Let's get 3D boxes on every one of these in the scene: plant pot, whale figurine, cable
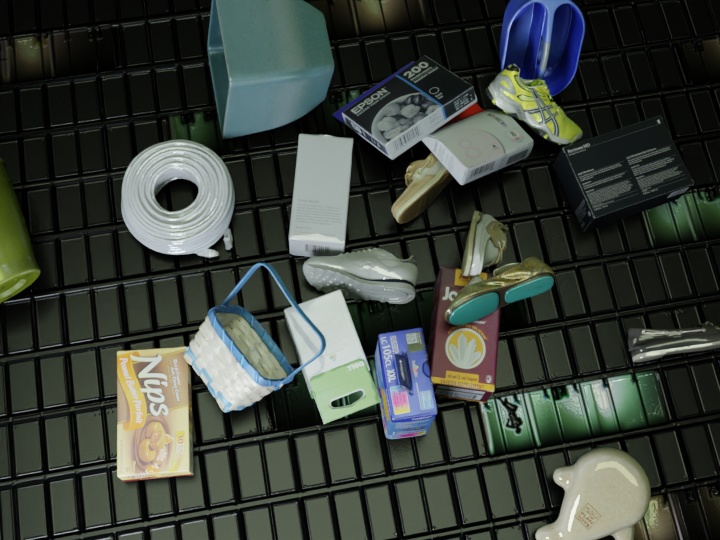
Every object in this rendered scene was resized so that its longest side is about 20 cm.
[{"bbox_3d":[-0.155,-0.368,1.726,0.196,0.197,0.199,-6,71,-14],"label":"plant pot"},{"bbox_3d":[0.367,0.371,1.558,0.159,0.104,0.201,41,98,10],"label":"whale figurine"},{"bbox_3d":[-0.315,-0.126,1.690,0.196,0.069,0.203,0,71,-3],"label":"cable"},{"bbox_3d":[-0.623,-0.047,1.595,0.199,0.200,0.195,-30,87,-13],"label":"plant pot"}]

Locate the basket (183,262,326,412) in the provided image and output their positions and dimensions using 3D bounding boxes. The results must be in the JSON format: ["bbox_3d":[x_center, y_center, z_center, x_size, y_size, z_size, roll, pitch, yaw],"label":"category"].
[{"bbox_3d":[-0.171,0.111,1.565,0.200,0.139,0.177,-42,76,20],"label":"basket"}]

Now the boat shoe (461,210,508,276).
[{"bbox_3d":[0.211,-0.045,1.642,0.067,0.076,0.201,15,28,5],"label":"boat shoe"}]

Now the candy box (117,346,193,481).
[{"bbox_3d":[-0.329,0.228,1.574,0.113,0.055,0.203,-3,71,-4],"label":"candy box"}]

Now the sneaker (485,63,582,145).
[{"bbox_3d":[0.322,-0.292,1.753,0.198,0.077,0.076,27,25,-18],"label":"sneaker"}]

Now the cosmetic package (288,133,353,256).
[{"bbox_3d":[-0.068,-0.129,1.706,0.100,0.074,0.203,6,69,-2],"label":"cosmetic package"}]

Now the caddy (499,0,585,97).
[{"bbox_3d":[0.322,-0.405,1.761,0.139,0.202,0.106,0,38,-4],"label":"caddy"}]

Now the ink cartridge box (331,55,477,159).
[{"bbox_3d":[0.071,-0.301,1.741,0.197,0.044,0.200,-36,45,-14],"label":"ink cartridge box"}]

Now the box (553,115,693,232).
[{"bbox_3d":[0.465,-0.172,1.748,0.197,0.079,0.143,-18,76,-9],"label":"box"}]

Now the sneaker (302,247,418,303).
[{"bbox_3d":[0.000,0.000,1.671,0.196,0.077,0.082,11,62,-7],"label":"sneaker"}]

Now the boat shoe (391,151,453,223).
[{"bbox_3d":[0.112,-0.163,1.732,0.066,0.074,0.200,38,62,14],"label":"boat shoe"}]

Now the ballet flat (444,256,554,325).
[{"bbox_3d":[0.216,0.029,1.586,0.197,0.071,0.072,-20,73,-11],"label":"ballet flat"}]

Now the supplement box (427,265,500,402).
[{"bbox_3d":[0.171,0.106,1.630,0.108,0.086,0.203,7,70,0],"label":"supplement box"}]

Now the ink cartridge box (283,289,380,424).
[{"bbox_3d":[-0.047,0.145,1.618,0.102,0.059,0.203,-18,73,-9],"label":"ink cartridge box"}]

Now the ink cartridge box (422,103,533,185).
[{"bbox_3d":[0.183,-0.253,1.733,0.161,0.057,0.201,-24,64,-28],"label":"ink cartridge box"}]

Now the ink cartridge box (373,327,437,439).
[{"bbox_3d":[0.069,0.176,1.539,0.075,0.200,0.139,-8,71,-6],"label":"ink cartridge box"}]

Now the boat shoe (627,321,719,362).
[{"bbox_3d":[0.549,0.110,1.662,0.196,0.067,0.058,-9,76,-3],"label":"boat shoe"}]
